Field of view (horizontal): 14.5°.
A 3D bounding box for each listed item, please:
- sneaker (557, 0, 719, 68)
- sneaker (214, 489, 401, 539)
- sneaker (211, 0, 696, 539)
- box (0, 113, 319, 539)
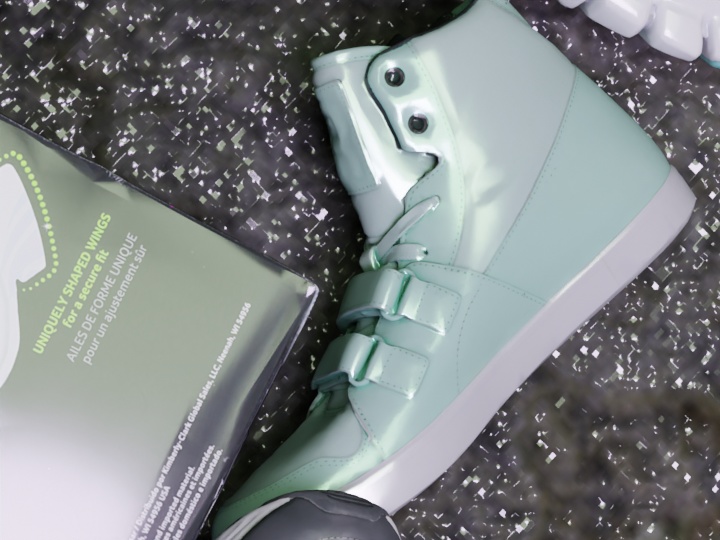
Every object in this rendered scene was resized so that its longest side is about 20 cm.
[{"bbox_3d":[0.057,-0.135,0.887,0.199,0.078,0.091,15,110,-25],"label":"sneaker"},{"bbox_3d":[-0.024,0.161,0.815,0.074,0.085,0.201,10,109,-20],"label":"sneaker"},{"bbox_3d":[0.000,0.000,0.878,0.200,0.074,0.118,-44,99,-21],"label":"sneaker"},{"bbox_3d":[-0.138,0.016,0.800,0.200,0.149,0.125,29,79,-11],"label":"box"}]
